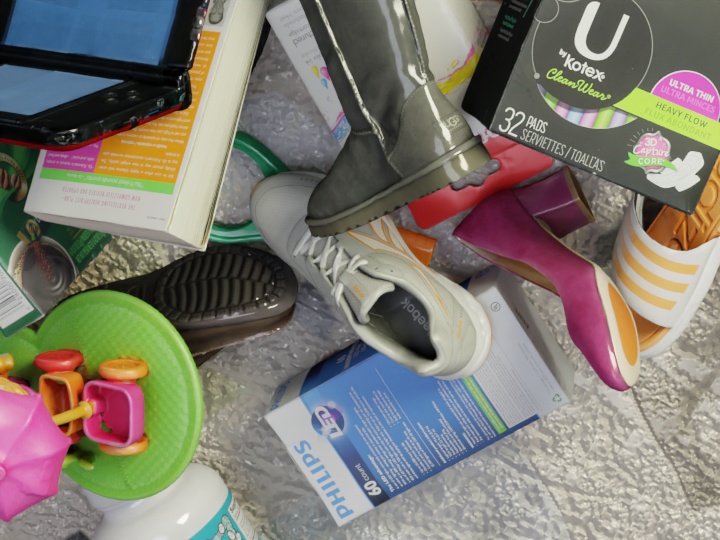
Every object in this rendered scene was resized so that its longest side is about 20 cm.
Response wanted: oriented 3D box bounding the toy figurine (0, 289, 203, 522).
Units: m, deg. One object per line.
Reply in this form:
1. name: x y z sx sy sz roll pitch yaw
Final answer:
1. toy figurine: -0.237 0.100 1.581 0.199 0.184 0.152 8 104 28

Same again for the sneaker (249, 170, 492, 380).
1. sneaker: 0.000 0.000 1.586 0.199 0.092 0.076 37 104 13

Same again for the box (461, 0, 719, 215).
1. box: 0.173 -0.161 1.481 0.148 0.124 0.201 22 97 -10

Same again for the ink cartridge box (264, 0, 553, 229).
1. ink cartridge box: 0.037 -0.122 1.583 0.116 0.067 0.201 -26 106 18

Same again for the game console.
1. game console: -0.206 -0.163 1.512 0.199 0.172 0.120 10 114 37

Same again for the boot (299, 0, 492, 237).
1. boot: -0.011 -0.135 1.506 0.181 0.072 0.201 -25 97 45

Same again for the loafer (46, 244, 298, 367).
1. loafer: -0.129 0.037 1.680 0.198 0.073 0.071 -10 135 23

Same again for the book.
1. book: -0.142 -0.124 1.551 0.133 0.048 0.202 10 80 31

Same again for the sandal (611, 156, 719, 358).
1. sandal: 0.211 -0.037 1.573 0.059 0.079 0.208 11 120 -34

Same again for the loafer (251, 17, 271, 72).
1. loafer: -0.138 -0.115 1.611 0.073 0.072 0.200 42 111 -8

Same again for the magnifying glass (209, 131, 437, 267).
1. magnifying glass: -0.043 -0.042 1.656 0.198 0.022 0.080 19 113 3

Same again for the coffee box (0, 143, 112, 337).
1. coffee box: -0.267 -0.066 1.623 0.044 0.123 0.201 -29 104 32

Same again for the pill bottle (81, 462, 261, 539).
1. pill bottle: -0.124 0.220 1.722 0.110 0.111 0.201 -27 105 18

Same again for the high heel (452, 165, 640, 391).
1. high heel: 0.122 0.017 1.564 0.095 0.201 0.067 -27 140 13

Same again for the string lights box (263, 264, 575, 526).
1. string lights box: 0.042 0.089 1.671 0.199 0.059 0.103 -29 104 18
